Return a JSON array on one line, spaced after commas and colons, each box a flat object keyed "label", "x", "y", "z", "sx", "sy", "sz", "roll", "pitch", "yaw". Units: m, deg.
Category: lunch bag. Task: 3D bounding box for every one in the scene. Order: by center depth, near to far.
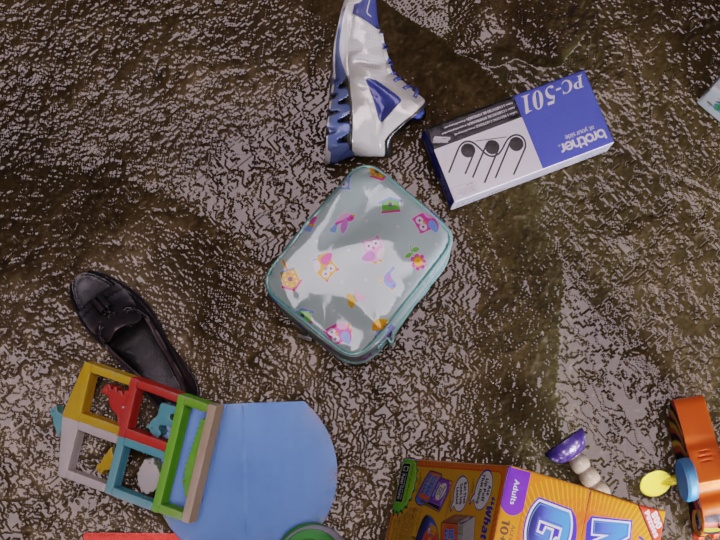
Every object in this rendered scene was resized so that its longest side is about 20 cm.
[{"label": "lunch bag", "x": 0.000, "y": 0.000, "z": 1.681, "sx": 0.160, "sy": 0.077, "sz": 0.200, "roll": 39, "pitch": 80, "yaw": 4}]

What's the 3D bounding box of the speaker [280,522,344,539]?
[{"label": "speaker", "x": -0.029, "y": 0.335, "z": 1.549, "sx": 0.088, "sy": 0.200, "sz": 0.089, "roll": -5, "pitch": 109, "yaw": -16}]

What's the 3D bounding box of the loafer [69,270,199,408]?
[{"label": "loafer", "x": -0.249, "y": 0.074, "z": 1.665, "sx": 0.072, "sy": 0.063, "sz": 0.200, "roll": -40, "pitch": 83, "yaw": -8}]

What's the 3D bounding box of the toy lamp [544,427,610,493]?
[{"label": "toy lamp", "x": 0.281, "y": 0.267, "z": 1.649, "sx": 0.058, "sy": 0.058, "sz": 0.200, "roll": -33, "pitch": 82, "yaw": -8}]

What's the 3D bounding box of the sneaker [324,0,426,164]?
[{"label": "sneaker", "x": 0.021, "y": -0.215, "z": 1.730, "sx": 0.115, "sy": 0.081, "sz": 0.200, "roll": 6, "pitch": 86, "yaw": -4}]

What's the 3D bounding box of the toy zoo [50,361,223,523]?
[{"label": "toy zoo", "x": -0.251, "y": 0.179, "z": 1.628, "sx": 0.199, "sy": 0.020, "sz": 0.132, "roll": 17, "pitch": 95, "yaw": 22}]

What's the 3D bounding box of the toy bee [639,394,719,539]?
[{"label": "toy bee", "x": 0.369, "y": 0.244, "z": 1.645, "sx": 0.130, "sy": 0.109, "sz": 0.201, "roll": 8, "pitch": 54, "yaw": 8}]

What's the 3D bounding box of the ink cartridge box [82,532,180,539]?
[{"label": "ink cartridge box", "x": -0.226, "y": 0.382, "z": 1.614, "sx": 0.159, "sy": 0.047, "sz": 0.201, "roll": 1, "pitch": 81, "yaw": -1}]

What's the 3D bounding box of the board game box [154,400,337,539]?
[{"label": "board game box", "x": -0.125, "y": 0.223, "z": 1.653, "sx": 0.199, "sy": 0.039, "sz": 0.159, "roll": -2, "pitch": 90, "yaw": -3}]

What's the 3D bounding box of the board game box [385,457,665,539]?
[{"label": "board game box", "x": 0.154, "y": 0.312, "z": 1.529, "sx": 0.199, "sy": 0.200, "sz": 0.201, "roll": 19, "pitch": 77, "yaw": -26}]

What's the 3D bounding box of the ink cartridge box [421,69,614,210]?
[{"label": "ink cartridge box", "x": 0.179, "y": -0.150, "z": 1.733, "sx": 0.199, "sy": 0.044, "sz": 0.094, "roll": -20, "pitch": 82, "yaw": -6}]

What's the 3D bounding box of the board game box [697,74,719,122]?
[{"label": "board game box", "x": 0.516, "y": -0.190, "z": 1.742, "sx": 0.200, "sy": 0.064, "sz": 0.148, "roll": 41, "pitch": 80, "yaw": 5}]
